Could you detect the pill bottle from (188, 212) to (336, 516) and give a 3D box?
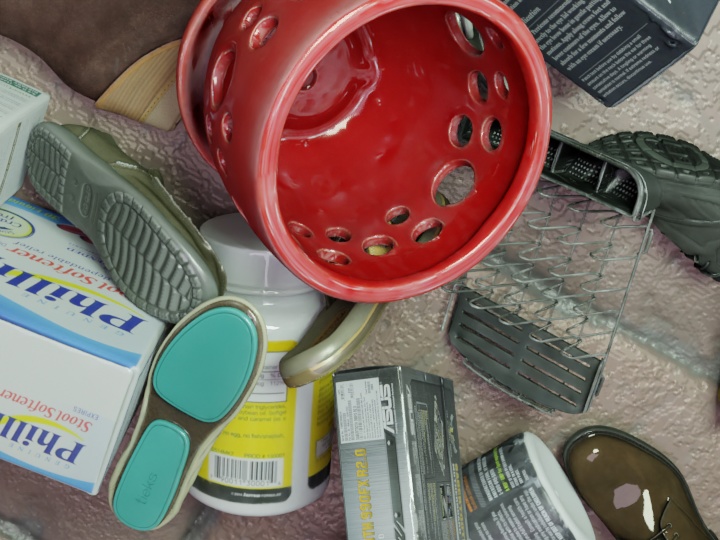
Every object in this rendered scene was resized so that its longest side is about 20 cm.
[{"bbox_3d":[-0.073,0.066,0.952,0.114,0.114,0.201,5,108,1],"label":"pill bottle"}]

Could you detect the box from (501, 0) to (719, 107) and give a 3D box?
[{"bbox_3d":[0.134,-0.228,0.816,0.200,0.104,0.148,36,65,-8],"label":"box"}]

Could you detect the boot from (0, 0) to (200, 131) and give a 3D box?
[{"bbox_3d":[-0.157,-0.208,0.886,0.166,0.072,0.200,32,110,-10],"label":"boot"}]

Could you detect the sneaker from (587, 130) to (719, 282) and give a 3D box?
[{"bbox_3d":[0.244,-0.039,0.928,0.199,0.076,0.091,15,118,2],"label":"sneaker"}]

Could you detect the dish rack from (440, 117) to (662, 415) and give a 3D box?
[{"bbox_3d":[0.122,-0.002,0.915,0.153,0.054,0.201,30,115,37],"label":"dish rack"}]

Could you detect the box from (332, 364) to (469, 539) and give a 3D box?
[{"bbox_3d":[0.034,0.169,0.878,0.048,0.158,0.201,-8,81,15],"label":"box"}]

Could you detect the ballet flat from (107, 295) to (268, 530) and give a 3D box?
[{"bbox_3d":[-0.114,0.089,0.876,0.069,0.070,0.200,30,115,-7],"label":"ballet flat"}]

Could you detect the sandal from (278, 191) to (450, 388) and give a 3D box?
[{"bbox_3d":[0.000,0.000,0.890,0.054,0.200,0.080,48,143,-9],"label":"sandal"}]

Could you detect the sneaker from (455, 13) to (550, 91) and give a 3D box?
[{"bbox_3d":[0.069,-0.200,0.873,0.075,0.087,0.200,-33,103,14],"label":"sneaker"}]

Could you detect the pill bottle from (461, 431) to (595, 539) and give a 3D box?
[{"bbox_3d":[0.071,0.216,1.000,0.199,0.106,0.106,-31,104,12],"label":"pill bottle"}]

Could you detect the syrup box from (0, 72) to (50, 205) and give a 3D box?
[{"bbox_3d":[-0.281,-0.078,0.869,0.078,0.200,0.082,22,108,-4],"label":"syrup box"}]

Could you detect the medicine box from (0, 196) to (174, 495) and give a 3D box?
[{"bbox_3d":[-0.231,0.039,0.905,0.181,0.200,0.103,22,108,-5],"label":"medicine box"}]

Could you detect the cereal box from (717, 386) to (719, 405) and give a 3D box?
[{"bbox_3d":[0.375,0.060,0.945,0.199,0.040,0.144,3,131,0],"label":"cereal box"}]

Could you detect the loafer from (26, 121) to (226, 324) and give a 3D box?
[{"bbox_3d":[-0.152,-0.042,0.903,0.200,0.069,0.075,45,129,25],"label":"loafer"}]

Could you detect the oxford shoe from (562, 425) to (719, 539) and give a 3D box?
[{"bbox_3d":[0.231,0.201,0.999,0.073,0.084,0.200,-40,101,16],"label":"oxford shoe"}]

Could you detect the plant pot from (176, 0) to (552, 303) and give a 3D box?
[{"bbox_3d":[-0.006,-0.106,0.820,0.199,0.183,0.201,-12,121,-21],"label":"plant pot"}]
